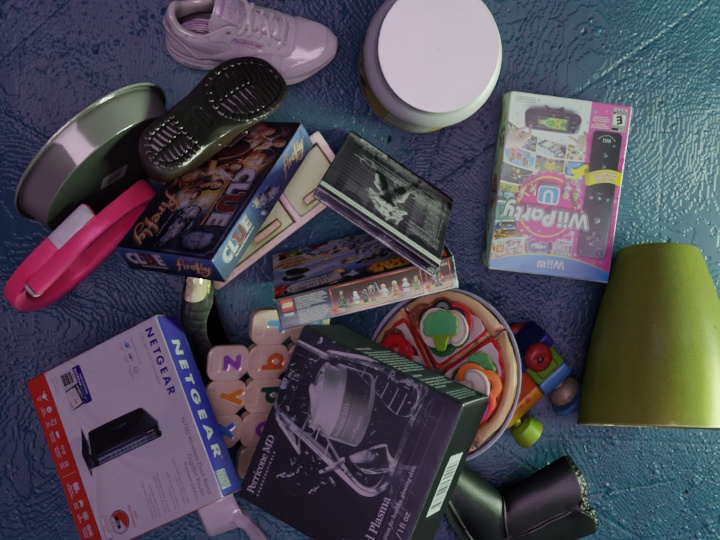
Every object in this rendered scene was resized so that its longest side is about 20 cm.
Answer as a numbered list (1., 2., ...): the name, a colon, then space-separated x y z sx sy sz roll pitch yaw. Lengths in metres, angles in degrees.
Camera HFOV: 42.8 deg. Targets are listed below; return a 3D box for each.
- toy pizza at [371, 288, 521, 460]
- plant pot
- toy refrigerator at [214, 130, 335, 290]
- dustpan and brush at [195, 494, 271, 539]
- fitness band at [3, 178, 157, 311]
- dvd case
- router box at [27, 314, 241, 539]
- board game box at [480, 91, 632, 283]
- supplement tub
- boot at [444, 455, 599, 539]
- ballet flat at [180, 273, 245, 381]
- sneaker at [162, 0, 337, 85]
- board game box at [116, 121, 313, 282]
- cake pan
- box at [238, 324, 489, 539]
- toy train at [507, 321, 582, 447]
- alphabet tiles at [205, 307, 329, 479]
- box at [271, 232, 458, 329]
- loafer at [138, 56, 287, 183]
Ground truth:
1. toy pizza: 0.087 0.119 1.052 0.197 0.032 0.204 -6 78 28
2. plant pot: 0.341 0.076 1.049 0.183 0.187 0.204 2 81 -3
3. toy refrigerator: -0.106 -0.069 1.055 0.199 0.070 0.076 -37 96 1
4. dustpan and brush: -0.152 0.260 1.015 0.057 0.200 0.141 -24 131 -17
5. fitness band: -0.304 -0.026 1.010 0.199 0.144 0.038 -42 90 7
6. dvd case: 0.031 -0.078 1.000 0.147 0.201 0.016 34 115 -6
7. router box: -0.243 0.175 0.980 0.177 0.049 0.203 -26 80 16
8. board game box: 0.227 -0.096 1.072 0.145 0.064 0.204 6 96 -3
9. supplement tub: 0.071 -0.224 0.982 0.142 0.200 0.148 0 96 -3
10. boot: 0.179 0.260 1.096 0.166 0.077 0.202 -29 103 4
11. ballet flat: -0.163 0.057 1.022 0.056 0.201 0.067 6 54 7
12. sneaker: -0.123 -0.258 1.017 0.196 0.100 0.076 3 76 -4
13. board game box: -0.152 -0.081 0.980 0.133 0.202 0.035 6 142 31
14. cake pan: -0.274 -0.114 0.975 0.200 0.200 0.037 -44 85 2
15. box: 0.005 0.189 0.990 0.194 0.124 0.203 23 94 22
16. toy train: 0.169 0.168 1.092 0.200 0.085 0.116 -44 109 2
17. alphabet tiles: -0.091 0.141 1.061 0.193 0.015 0.204 0 103 -30
18. box: 0.000 0.000 1.031 0.196 0.137 0.041 -13 112 -1
19. loafer: -0.162 -0.161 0.981 0.199 0.071 0.073 -38 92 -31
